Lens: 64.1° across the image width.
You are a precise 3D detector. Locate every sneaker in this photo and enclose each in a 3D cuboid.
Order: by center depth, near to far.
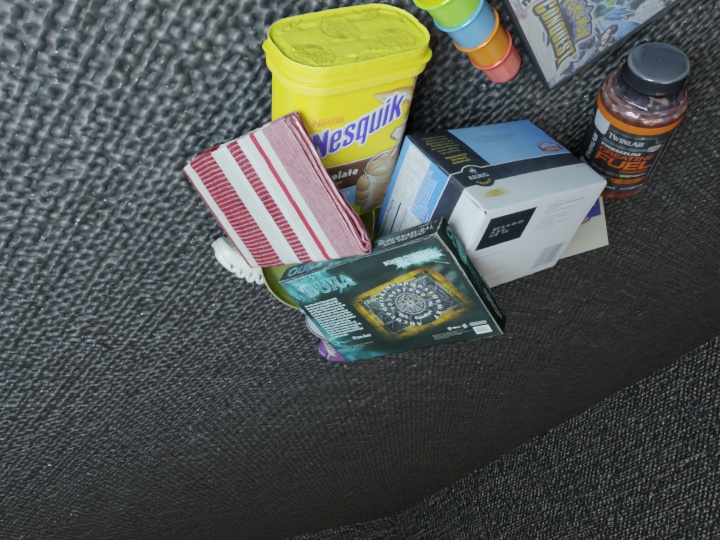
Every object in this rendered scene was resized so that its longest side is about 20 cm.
[{"bbox_3d":[-0.103,-0.025,0.770,0.199,0.075,0.081,10,121,-42],"label":"sneaker"},{"bbox_3d":[-0.050,0.124,1.028,0.114,0.073,0.200,-33,148,25],"label":"sneaker"}]

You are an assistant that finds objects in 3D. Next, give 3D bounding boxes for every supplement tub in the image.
[{"bbox_3d":[0.354,-0.193,0.753,0.107,0.107,0.200,-19,149,-5],"label":"supplement tub"}]

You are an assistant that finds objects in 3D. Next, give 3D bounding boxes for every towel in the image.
[{"bbox_3d":[-0.090,-0.068,0.577,0.200,0.144,0.023,-5,-148,47],"label":"towel"}]

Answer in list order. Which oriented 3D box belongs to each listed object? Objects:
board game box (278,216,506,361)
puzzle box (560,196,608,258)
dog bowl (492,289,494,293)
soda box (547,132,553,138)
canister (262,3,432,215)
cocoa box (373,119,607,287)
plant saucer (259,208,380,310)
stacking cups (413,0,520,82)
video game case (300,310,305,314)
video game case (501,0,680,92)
[{"bbox_3d":[0.029,0.029,0.590,0.199,0.028,0.135,-16,123,35],"label":"board game box"},{"bbox_3d":[0.272,-0.077,0.871,0.199,0.025,0.134,-15,105,-6],"label":"puzzle box"},{"bbox_3d":[0.156,0.071,1.048,0.199,0.059,0.200,-27,159,-11],"label":"dog bowl"},{"bbox_3d":[0.182,-0.120,0.797,0.199,0.064,0.070,-19,150,-7],"label":"soda box"},{"bbox_3d":[-0.020,-0.145,0.579,0.148,0.087,0.200,-21,147,-24],"label":"canister"},{"bbox_3d":[0.140,-0.072,0.641,0.199,0.131,0.134,-16,142,-34],"label":"cocoa box"},{"bbox_3d":[-0.044,-0.044,0.738,0.199,0.031,0.201,-18,125,-27],"label":"plant saucer"},{"bbox_3d":[0.105,-0.250,0.556,0.060,0.061,0.200,-38,150,25],"label":"stacking cups"},{"bbox_3d":[0.036,0.041,0.897,0.200,0.023,0.182,-32,141,21],"label":"video game case"},{"bbox_3d":[0.244,-0.298,0.593,0.180,0.026,0.200,-34,148,19],"label":"video game case"}]
